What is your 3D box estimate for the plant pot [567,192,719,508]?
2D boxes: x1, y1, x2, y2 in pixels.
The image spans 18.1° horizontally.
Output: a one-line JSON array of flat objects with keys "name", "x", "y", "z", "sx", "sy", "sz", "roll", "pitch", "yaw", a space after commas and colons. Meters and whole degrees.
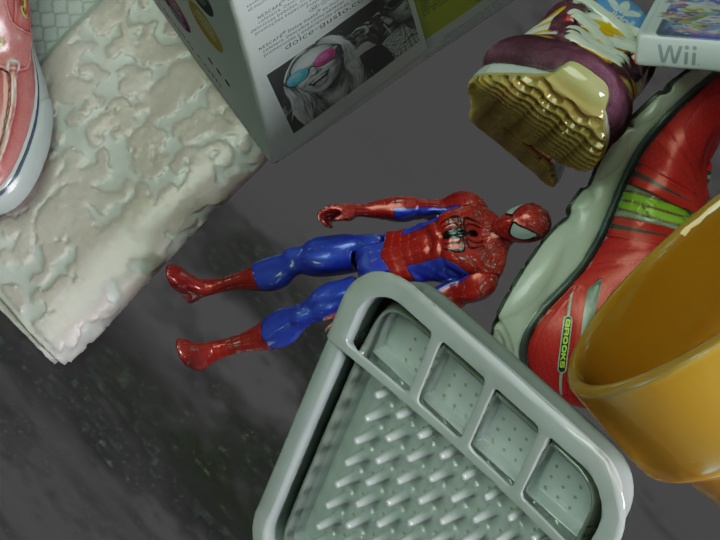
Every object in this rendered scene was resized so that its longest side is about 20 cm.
[{"name": "plant pot", "x": 0.223, "y": 0.056, "z": 0.986, "sx": 0.200, "sy": 0.200, "sz": 0.184, "roll": -40, "pitch": 99, "yaw": -2}]

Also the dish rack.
[{"name": "dish rack", "x": 0.040, "y": 0.111, "z": 1.042, "sx": 0.171, "sy": 0.043, "sz": 0.201, "roll": 41, "pitch": 128, "yaw": 24}]

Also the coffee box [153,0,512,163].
[{"name": "coffee box", "x": -0.027, "y": -0.220, "z": 1.116, "sx": 0.199, "sy": 0.198, "sz": 0.200, "roll": -34, "pitch": 68, "yaw": -9}]

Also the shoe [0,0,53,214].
[{"name": "shoe", "x": -0.208, "y": -0.134, "z": 1.171, "sx": 0.071, "sy": 0.091, "sz": 0.201, "roll": -6, "pitch": 72, "yaw": 13}]

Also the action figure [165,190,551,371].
[{"name": "action figure", "x": 0.000, "y": 0.000, "z": 1.126, "sx": 0.199, "sy": 0.052, "sz": 0.066, "roll": -15, "pitch": 65, "yaw": 14}]

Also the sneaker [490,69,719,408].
[{"name": "sneaker", "x": 0.146, "y": -0.019, "z": 1.105, "sx": 0.085, "sy": 0.077, "sz": 0.200, "roll": 35, "pitch": 90, "yaw": 9}]

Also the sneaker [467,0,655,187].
[{"name": "sneaker", "x": 0.102, "y": -0.099, "z": 1.065, "sx": 0.075, "sy": 0.200, "sz": 0.090, "roll": 38, "pitch": 86, "yaw": -2}]

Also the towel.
[{"name": "towel", "x": -0.151, "y": -0.081, "z": 1.206, "sx": 0.200, "sy": 0.032, "sz": 0.191, "roll": -46, "pitch": 69, "yaw": -3}]

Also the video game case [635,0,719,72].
[{"name": "video game case", "x": 0.236, "y": -0.111, "z": 1.052, "sx": 0.199, "sy": 0.143, "sz": 0.018, "roll": 6, "pitch": 110, "yaw": 12}]
